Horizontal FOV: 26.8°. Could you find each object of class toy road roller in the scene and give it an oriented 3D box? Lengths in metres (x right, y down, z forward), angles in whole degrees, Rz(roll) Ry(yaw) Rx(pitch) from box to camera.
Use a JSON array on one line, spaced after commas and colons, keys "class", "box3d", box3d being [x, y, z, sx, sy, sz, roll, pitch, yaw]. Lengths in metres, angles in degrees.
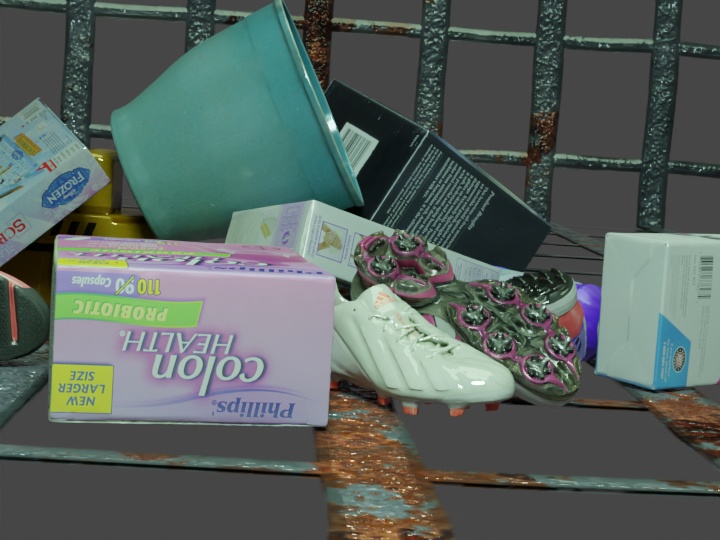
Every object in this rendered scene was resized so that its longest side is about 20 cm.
[{"class": "toy road roller", "box3d": [-0.286, -0.041, 1.405, 0.197, 0.148, 0.123, 4, 5, -1]}]

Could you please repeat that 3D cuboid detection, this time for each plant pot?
[{"class": "plant pot", "box3d": [-0.118, -0.117, 1.374, 0.186, 0.202, 0.200, -22, 5, 4]}]

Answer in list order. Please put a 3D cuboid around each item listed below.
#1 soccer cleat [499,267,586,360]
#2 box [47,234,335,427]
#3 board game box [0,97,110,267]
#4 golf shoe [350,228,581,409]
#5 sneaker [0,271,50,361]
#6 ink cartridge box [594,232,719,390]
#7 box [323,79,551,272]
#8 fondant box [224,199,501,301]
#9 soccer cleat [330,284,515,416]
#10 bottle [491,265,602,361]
[{"class": "soccer cleat", "box3d": [0.081, 0.055, 1.196, 0.197, 0.074, 0.068, -12, 26, 20]}, {"class": "box", "box3d": [-0.120, 0.036, 1.014, 0.173, 0.098, 0.200, 3, 7, -11]}, {"class": "board game box", "box3d": [-0.328, -0.056, 1.314, 0.199, 0.041, 0.200, -38, 28, -7]}, {"class": "golf shoe", "box3d": [0.077, 0.049, 1.111, 0.199, 0.093, 0.072, 32, 48, 29]}, {"class": "sneaker", "box3d": [-0.318, 0.023, 1.125, 0.197, 0.075, 0.087, 4, 4, 8]}, {"class": "ink cartridge box", "box3d": [0.284, 0.030, 1.239, 0.198, 0.117, 0.067, 0, 7, -40]}, {"class": "box", "box3d": [0.052, -0.074, 1.530, 0.198, 0.124, 0.200, 34, 2, -37]}, {"class": "fondant box", "box3d": [0.000, 0.000, 1.297, 0.198, 0.059, 0.144, 18, -11, -31]}, {"class": "soccer cleat", "box3d": [0.025, 0.051, 1.049, 0.069, 0.079, 0.199, -2, 8, -43]}, {"class": "bottle", "box3d": [0.163, 0.038, 1.326, 0.083, 0.066, 0.199, 1, 6, -36]}]
